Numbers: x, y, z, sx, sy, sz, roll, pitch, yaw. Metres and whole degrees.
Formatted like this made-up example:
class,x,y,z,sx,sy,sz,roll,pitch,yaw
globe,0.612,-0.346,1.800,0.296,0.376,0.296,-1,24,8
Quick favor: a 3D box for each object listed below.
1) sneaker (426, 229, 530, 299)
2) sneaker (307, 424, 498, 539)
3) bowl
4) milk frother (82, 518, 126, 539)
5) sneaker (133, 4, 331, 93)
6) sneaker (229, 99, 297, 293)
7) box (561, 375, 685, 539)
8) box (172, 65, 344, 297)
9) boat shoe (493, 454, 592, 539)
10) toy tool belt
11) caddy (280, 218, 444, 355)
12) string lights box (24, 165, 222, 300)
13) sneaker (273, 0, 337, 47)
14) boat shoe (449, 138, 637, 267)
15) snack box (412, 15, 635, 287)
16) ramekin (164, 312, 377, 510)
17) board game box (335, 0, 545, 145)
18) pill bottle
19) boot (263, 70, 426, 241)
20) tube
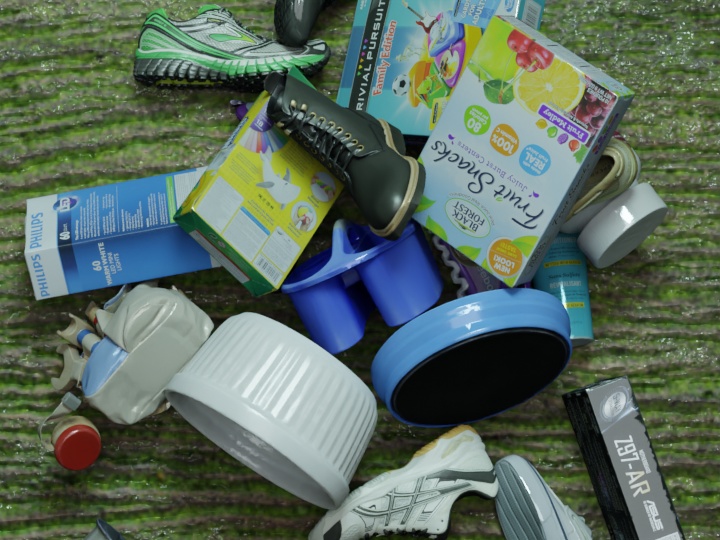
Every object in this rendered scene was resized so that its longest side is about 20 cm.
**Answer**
class,x,y,z,sx,sy,sz,roll,pitch,yaw
sneaker,0.128,-0.018,1.623,0.088,0.080,0.202,-22,89,28
sneaker,0.045,0.235,1.605,0.199,0.076,0.088,-31,82,-4
bowl,0.109,0.088,1.563,0.198,0.201,0.040,-16,60,-4
milk frother,-0.238,0.382,1.565,0.188,0.180,0.200,-45,130,-6
sneaker,-0.128,-0.227,1.647,0.197,0.078,0.086,3,83,-2
sneaker,-0.101,-0.075,1.644,0.086,0.075,0.203,3,73,8
box,0.256,0.205,1.577,0.043,0.160,0.202,-19,84,-3
box,-0.081,-0.089,1.568,0.117,0.048,0.201,44,60,-18
boat shoe,0.196,0.272,1.623,0.066,0.073,0.202,-18,82,-33
toy tool belt,-0.241,0.091,1.605,0.200,0.123,0.125,-50,125,-1
caddy,0.000,0.000,1.573,0.140,0.200,0.106,-24,97,10
string lights box,-0.225,-0.039,1.606,0.197,0.103,0.060,-11,124,-3
sneaker,-0.030,-0.306,1.642,0.090,0.076,0.202,20,64,-9
boat shoe,0.163,-0.063,1.537,0.199,0.063,0.074,-25,84,23
snack box,0.138,-0.108,1.488,0.142,0.053,0.201,36,111,20
ramekin,-0.076,0.128,1.558,0.199,0.200,0.106,34,74,1
board game box,0.073,-0.200,1.611,0.198,0.047,0.153,7,82,38
pill bottle,0.206,-0.108,1.613,0.109,0.110,0.201,-35,72,-5
boot,-0.023,-0.106,1.495,0.137,0.200,0.078,29,104,-21
tube,0.197,-0.024,1.659,0.076,0.050,0.203,-4,76,-12
